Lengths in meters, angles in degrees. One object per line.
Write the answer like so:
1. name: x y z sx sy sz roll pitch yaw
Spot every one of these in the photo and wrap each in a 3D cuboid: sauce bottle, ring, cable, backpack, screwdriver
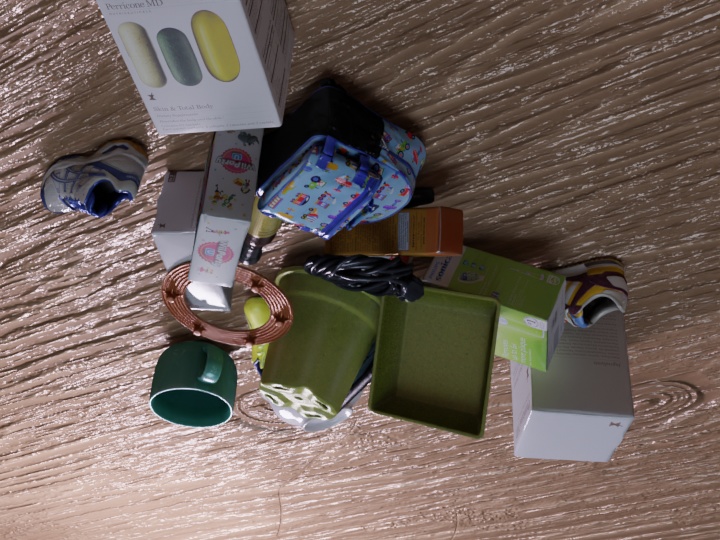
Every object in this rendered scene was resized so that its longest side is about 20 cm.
1. sauce bottle: -0.144 -0.079 1.455 0.064 0.065 0.201 13 146 -13
2. ring: -0.195 0.055 1.477 0.197 0.019 0.202 8 142 6
3. cable: 0.000 0.000 1.423 0.161 0.052 0.200 11 175 22
4. backpack: -0.017 -0.125 1.317 0.198 0.136 0.182 23 142 -31
5. screwdriver: 0.011 -0.092 1.450 0.197 0.028 0.029 -11 114 18

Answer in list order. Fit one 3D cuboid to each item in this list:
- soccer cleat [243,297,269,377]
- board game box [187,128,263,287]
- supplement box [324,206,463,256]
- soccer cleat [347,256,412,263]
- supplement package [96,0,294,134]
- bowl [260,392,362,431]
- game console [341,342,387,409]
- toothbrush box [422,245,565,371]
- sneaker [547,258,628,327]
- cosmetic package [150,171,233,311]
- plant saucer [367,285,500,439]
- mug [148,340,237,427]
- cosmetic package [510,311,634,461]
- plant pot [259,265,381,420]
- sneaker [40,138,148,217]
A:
1. soccer cleat: -0.160 0.118 1.718 0.064 0.085 0.201 1 145 4
2. board game box: -0.171 -0.105 1.298 0.063 0.202 0.148 10 145 -11
3. supplement box: 0.044 -0.052 1.409 0.198 0.070 0.066 -2 177 37
4. soccer cleat: 0.021 -0.027 1.511 0.084 0.070 0.200 12 149 -18
5. supplement package: -0.170 -0.274 1.098 0.149 0.152 0.201 -2 145 10
6. bowl: -0.071 0.224 1.795 0.198 0.091 0.202 -19 156 -9
7. game console: 0.025 0.141 1.664 0.031 0.177 0.200 40 139 1
8. toothbrush box: 0.203 0.054 1.531 0.198 0.087 0.146 19 149 21
9. sneaker: 0.316 0.049 1.569 0.198 0.091 0.075 -21 138 31
10. cosmetic package: -0.236 -0.040 1.477 0.080 0.114 0.201 2 147 5
11. plant saucer: 0.115 0.127 1.492 0.198 0.203 0.048 9 -178 33
12. mug: -0.283 0.192 1.810 0.183 0.116 0.152 -18 140 27
13. cosmetic package: 0.342 0.185 1.664 0.164 0.202 0.168 4 145 -1
14. plant pot: -0.069 0.124 1.585 0.198 0.186 0.201 16 156 7
15. sneaker: -0.382 -0.112 1.408 0.198 0.089 0.075 -21 141 33
